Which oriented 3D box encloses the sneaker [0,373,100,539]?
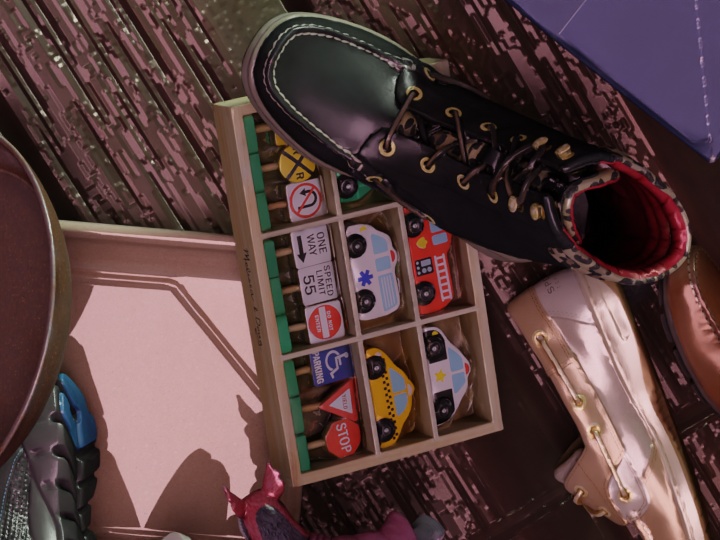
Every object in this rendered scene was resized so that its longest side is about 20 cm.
[{"bbox_3d":[-0.170,0.154,1.338,0.082,0.073,0.201,-14,63,13],"label":"sneaker"}]

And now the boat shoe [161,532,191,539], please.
[{"bbox_3d":[-0.096,0.233,1.351,0.061,0.073,0.201,9,96,-23],"label":"boat shoe"}]

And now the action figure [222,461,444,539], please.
[{"bbox_3d":[-0.017,0.190,1.336,0.134,0.149,0.200,-28,110,17],"label":"action figure"}]

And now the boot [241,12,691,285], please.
[{"bbox_3d":[0.053,-0.059,1.275,0.203,0.154,0.074,32,83,-27],"label":"boot"}]

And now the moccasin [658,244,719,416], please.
[{"bbox_3d":[0.230,0.063,1.367,0.078,0.074,0.202,-34,101,33],"label":"moccasin"}]

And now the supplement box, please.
[{"bbox_3d":[0.158,-0.179,1.188,0.134,0.200,0.200,38,100,-6],"label":"supplement box"}]

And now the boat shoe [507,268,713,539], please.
[{"bbox_3d":[0.133,0.093,1.387,0.069,0.074,0.201,-20,92,7],"label":"boat shoe"}]

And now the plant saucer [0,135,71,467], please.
[{"bbox_3d":[-0.209,0.026,1.334,0.034,0.200,0.201,16,107,-46],"label":"plant saucer"}]

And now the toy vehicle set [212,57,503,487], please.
[{"bbox_3d":[0.000,0.000,1.360,0.124,0.026,0.201,-15,104,-23],"label":"toy vehicle set"}]

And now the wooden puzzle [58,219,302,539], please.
[{"bbox_3d":[-0.119,0.070,1.401,0.184,0.037,0.201,5,107,-1],"label":"wooden puzzle"}]
